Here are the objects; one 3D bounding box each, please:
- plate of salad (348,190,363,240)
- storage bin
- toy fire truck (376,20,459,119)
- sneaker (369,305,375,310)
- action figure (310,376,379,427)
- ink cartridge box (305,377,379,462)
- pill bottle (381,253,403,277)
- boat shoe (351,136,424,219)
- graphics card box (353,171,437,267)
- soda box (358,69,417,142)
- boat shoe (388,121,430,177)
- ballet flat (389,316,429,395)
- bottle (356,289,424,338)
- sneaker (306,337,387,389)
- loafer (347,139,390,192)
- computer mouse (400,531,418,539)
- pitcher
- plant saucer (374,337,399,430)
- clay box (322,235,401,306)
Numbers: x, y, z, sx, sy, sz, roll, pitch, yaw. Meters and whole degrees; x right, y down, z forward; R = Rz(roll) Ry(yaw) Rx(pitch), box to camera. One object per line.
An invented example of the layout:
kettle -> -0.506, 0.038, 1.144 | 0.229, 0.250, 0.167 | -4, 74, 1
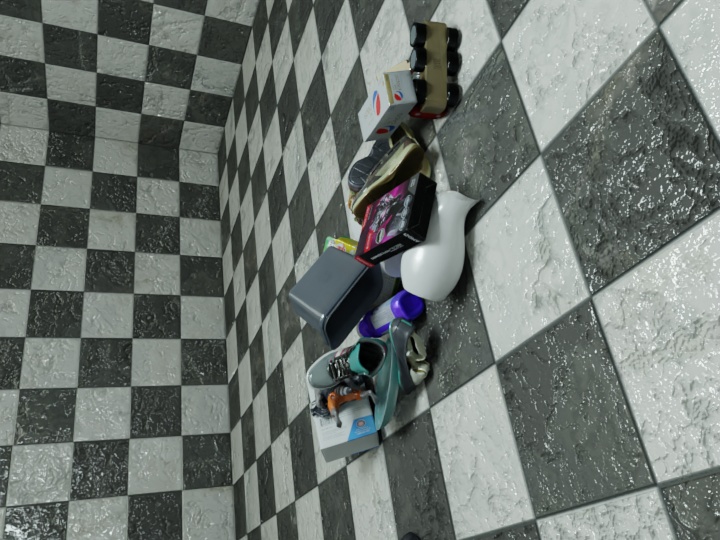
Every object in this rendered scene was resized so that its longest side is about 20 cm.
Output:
plate of salad -> 0.001, -0.181, 1.577 | 0.199, 0.047, 0.208 | -176, 90, -66
storage bin -> -0.058, 0.052, 1.326 | 0.132, 0.201, 0.147 | 29, 154, 27
toy fire truck -> 0.116, -0.406, 1.271 | 0.200, 0.124, 0.183 | 154, 117, -76
sneaker -> 0.010, 0.016, 1.496 | 0.099, 0.073, 0.208 | -171, 85, -65
action figure -> -0.036, 0.267, 1.401 | 0.192, 0.198, 0.106 | 23, 146, 55
ink cartridge box -> -0.046, 0.348, 1.479 | 0.085, 0.140, 0.204 | 79, 175, -50
pill bottle -> 0.071, -0.094, 1.322 | 0.115, 0.110, 0.204 | 119, 146, -44
boat shoe -> 0.052, -0.196, 1.264 | 0.199, 0.073, 0.065 | -44, 48, 13
graphics card box -> 0.065, -0.093, 1.159 | 0.198, 0.050, 0.129 | -24, 46, 56
soda box -> 0.052, -0.339, 1.244 | 0.200, 0.062, 0.070 | 148, 110, -72
boat shoe -> 0.100, -0.263, 1.313 | 0.072, 0.063, 0.205 | -31, 47, 23
ballet flat -> 0.107, 0.186, 1.232 | 0.073, 0.071, 0.205 | -127, 20, -56
bottle -> 0.058, 0.105, 1.335 | 0.066, 0.083, 0.199 | 59, 142, 3
sneaker -> -0.023, 0.203, 1.285 | 0.086, 0.195, 0.121 | 65, 169, 5
loafer -> 0.028, -0.239, 1.416 | 0.202, 0.070, 0.064 | -56, -13, -39
computer mouse -> 0.113, 0.633, 1.206 | 0.202, 0.051, 0.142 | -116, 36, -49
pitcher -> 0.138, -0.058, 1.161 | 0.171, 0.118, 0.206 | 32, 108, 62
plant saucer -> 0.062, 0.255, 1.340 | 0.200, 0.026, 0.208 | -171, 89, -85
clay box -> 0.000, 0.000, 1.408 | 0.196, 0.047, 0.118 | 25, 116, 19
